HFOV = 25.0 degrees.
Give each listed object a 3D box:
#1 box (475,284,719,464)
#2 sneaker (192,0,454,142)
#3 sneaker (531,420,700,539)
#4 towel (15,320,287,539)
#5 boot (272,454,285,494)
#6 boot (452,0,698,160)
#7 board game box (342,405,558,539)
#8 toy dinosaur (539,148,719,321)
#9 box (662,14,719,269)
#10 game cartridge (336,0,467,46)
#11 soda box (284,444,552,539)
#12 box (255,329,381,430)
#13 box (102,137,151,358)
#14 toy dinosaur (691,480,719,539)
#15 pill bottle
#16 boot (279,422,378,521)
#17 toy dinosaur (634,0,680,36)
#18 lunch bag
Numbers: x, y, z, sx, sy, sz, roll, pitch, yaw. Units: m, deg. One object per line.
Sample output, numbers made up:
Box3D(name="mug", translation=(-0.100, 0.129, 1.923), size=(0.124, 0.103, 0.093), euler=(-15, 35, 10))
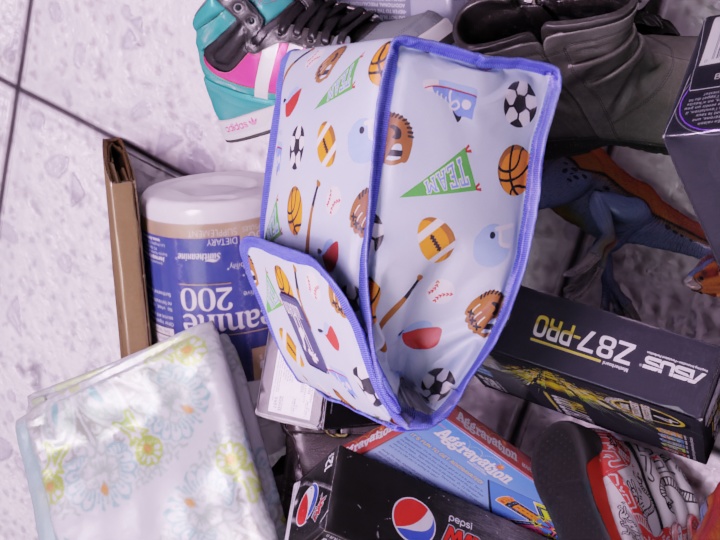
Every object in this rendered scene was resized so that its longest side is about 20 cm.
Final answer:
Box3D(name="box", translation=(0.141, 0.060, 0.994), size=(0.160, 0.200, 0.049), euler=(20, 82, 16))
Box3D(name="sneaker", translation=(-0.037, -0.168, 1.078), size=(0.199, 0.084, 0.121), euler=(-15, 106, 37))
Box3D(name="sneaker", translation=(0.178, 0.193, 1.032), size=(0.067, 0.107, 0.202), euler=(-44, 41, 37))
Box3D(name="towel", translation=(-0.144, 0.153, 1.120), size=(0.170, 0.048, 0.201), euler=(-24, 71, 16))
Box3D(name="boot", translation=(-0.056, 0.247, 1.290), size=(0.187, 0.068, 0.201), euler=(-18, 102, 29))
Box3D(name="boot", translation=(0.160, -0.122, 0.941), size=(0.199, 0.131, 0.068), euler=(-8, 64, 10))
Box3D(name="board game box", translation=(0.087, 0.159, 1.108), size=(0.200, 0.020, 0.103), euler=(37, 132, -27))
Box3D(name="toy dinosaur", translation=(0.153, -0.044, 1.025), size=(0.180, 0.105, 0.201), euler=(3, 97, 12))
Box3D(name="box", translation=(0.264, -0.041, 0.898), size=(0.122, 0.106, 0.200), euler=(-4, 133, 34))
Box3D(name="game cartridge", translation=(-0.015, -0.168, 1.131), size=(0.199, 0.040, 0.134), euler=(9, 106, 31))
Box3D(name="soda box", translation=(0.050, 0.192, 1.083), size=(0.199, 0.071, 0.063), euler=(27, 137, -19))
Box3D(name="box", translation=(0.000, 0.000, 1.063), size=(0.049, 0.158, 0.201), euler=(9, 90, 23))
Box3D(name="box", translation=(-0.176, 0.012, 1.236), size=(0.021, 0.164, 0.201), euler=(-7, 106, -10))
Box3D(name="toy dinosaur", translation=(0.238, 0.158, 0.980), size=(0.104, 0.200, 0.183), euler=(-5, 72, 28))
Box3D(name="pill bottle", translation=(-0.100, 0.035, 1.204), size=(0.110, 0.111, 0.201), euler=(6, 109, 31))
Box3D(name="boot", translation=(0.021, 0.142, 1.169), size=(0.069, 0.199, 0.175), euler=(166, 114, -70))
Box3D(name="toy dinosaur", translation=(0.150, -0.212, 0.989), size=(0.199, 0.102, 0.137), euler=(-13, 73, 48))
Box3D(name="lunch bag", translation=(0.011, -0.022, 0.897), size=(0.170, 0.123, 0.201), euler=(-165, 82, -68))
